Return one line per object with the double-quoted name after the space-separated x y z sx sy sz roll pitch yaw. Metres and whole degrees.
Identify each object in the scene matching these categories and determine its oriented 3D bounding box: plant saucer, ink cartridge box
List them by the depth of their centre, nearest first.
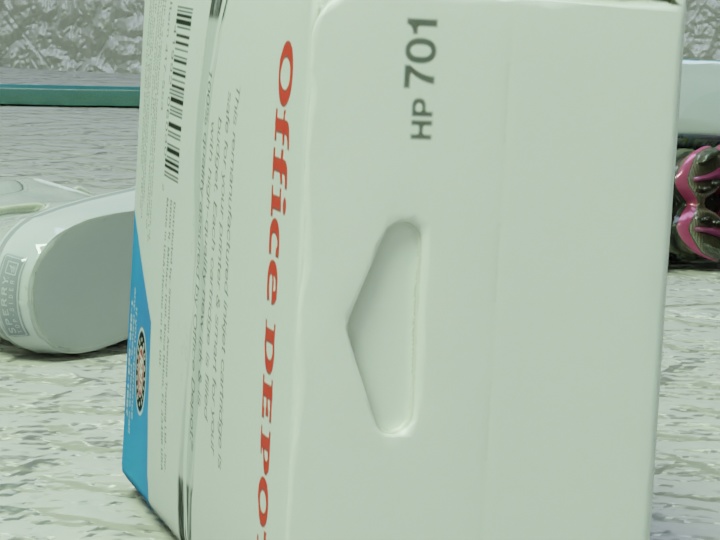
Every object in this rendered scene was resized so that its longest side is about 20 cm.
0.000 0.000 0.603 0.086 0.147 0.200 2 7 -17 "ink cartridge box"
-0.255 -0.167 2.391 0.199 0.019 0.070 -1 8 -11 "plant saucer"

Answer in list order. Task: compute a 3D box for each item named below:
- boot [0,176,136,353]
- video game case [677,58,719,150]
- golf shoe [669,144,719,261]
-0.084 -0.016 0.990 0.200 0.074 0.095 -7 18 -45 "boot"
0.184 -0.067 1.353 0.180 0.046 0.200 1 -12 0 "video game case"
0.114 -0.033 1.229 0.200 0.073 0.092 8 -7 -42 "golf shoe"
